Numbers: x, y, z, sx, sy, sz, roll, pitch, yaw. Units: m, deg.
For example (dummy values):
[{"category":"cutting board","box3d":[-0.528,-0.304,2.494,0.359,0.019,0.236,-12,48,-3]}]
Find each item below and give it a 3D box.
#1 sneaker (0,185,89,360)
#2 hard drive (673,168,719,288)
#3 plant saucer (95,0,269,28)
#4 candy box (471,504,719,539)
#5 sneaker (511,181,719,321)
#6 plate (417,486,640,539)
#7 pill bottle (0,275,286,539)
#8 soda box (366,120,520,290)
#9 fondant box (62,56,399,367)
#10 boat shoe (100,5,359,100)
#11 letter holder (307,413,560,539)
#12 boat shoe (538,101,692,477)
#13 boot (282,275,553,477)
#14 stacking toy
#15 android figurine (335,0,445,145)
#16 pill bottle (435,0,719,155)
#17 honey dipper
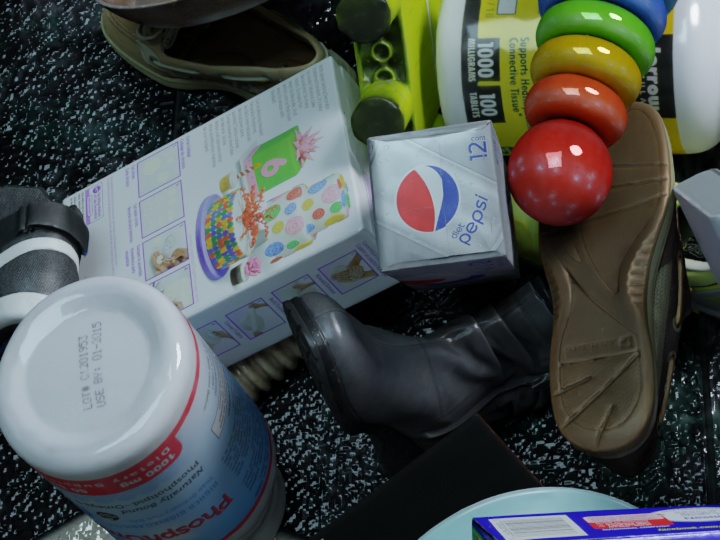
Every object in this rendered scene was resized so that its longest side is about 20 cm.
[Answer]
[{"category":"sneaker","box3d":[-0.221,0.015,1.170,0.200,0.073,0.113,-26,49,45]},{"category":"hard drive","box3d":[0.213,0.051,0.946,0.026,0.132,0.201,-25,97,5]},{"category":"plant saucer","box3d":[-0.074,-0.205,1.218,0.199,0.032,0.201,-19,29,11]},{"category":"candy box","box3d":[0.141,0.214,0.898,0.168,0.077,0.201,-2,93,-6]},{"category":"sneaker","box3d":[0.151,-0.031,1.099,0.199,0.076,0.076,13,70,27]},{"category":"plate","box3d":[0.091,0.206,0.948,0.200,0.201,0.026,-37,14,-3]},{"category":"pill bottle","box3d":[-0.109,0.093,1.048,0.108,0.200,0.109,-8,61,15]},{"category":"soda box","box3d":[0.047,-0.029,1.016,0.063,0.200,0.069,-7,87,6]},{"category":"fondant box","box3d":[-0.079,-0.020,1.145,0.199,0.058,0.145,-27,46,18]},{"category":"boat shoe","box3d":[-0.090,-0.153,1.251,0.199,0.063,0.074,20,72,27]},{"category":"letter holder","box3d":[0.032,0.202,1.015,0.200,0.142,0.101,-36,26,-4]},{"category":"boat shoe","box3d":[0.138,0.010,1.017,0.072,0.072,0.201,-9,61,23]},{"category":"boot","box3d":[0.045,0.038,1.028,0.131,0.200,0.070,-29,62,6]},{"category":"stacking toy","box3d":[0.119,-0.115,1.015,0.085,0.085,0.201,9,64,22]},{"category":"android figurine","box3d":[0.025,-0.145,1.145,0.041,0.183,0.200,-3,19,14]},{"category":"pill bottle","box3d":[0.152,-0.123,1.126,0.199,0.113,0.113,0,63,19]},{"category":"honey dipper","box3d":[0.000,0.000,1.135,0.200,0.038,0.038,-41,58,7]}]
